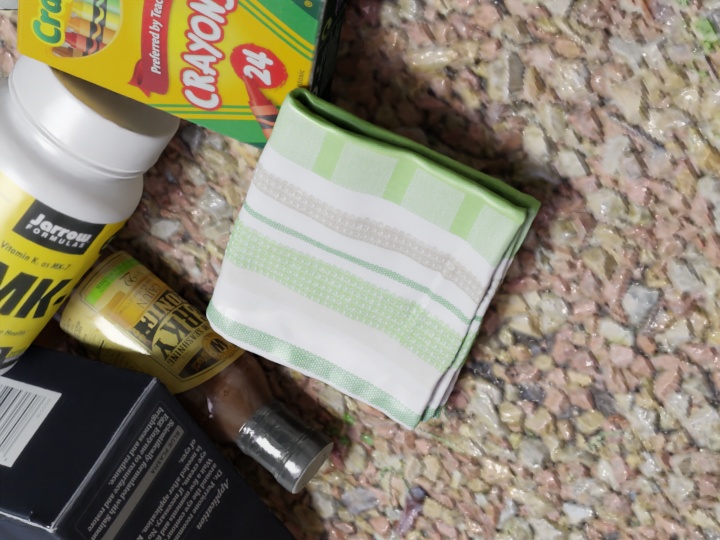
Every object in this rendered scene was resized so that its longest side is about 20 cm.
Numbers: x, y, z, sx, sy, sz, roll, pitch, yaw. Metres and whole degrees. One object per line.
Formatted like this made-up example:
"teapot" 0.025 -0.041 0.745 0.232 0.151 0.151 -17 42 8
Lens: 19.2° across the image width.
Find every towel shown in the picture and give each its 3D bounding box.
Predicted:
"towel" 0.000 0.000 1.154 0.149 0.031 0.200 24 141 1

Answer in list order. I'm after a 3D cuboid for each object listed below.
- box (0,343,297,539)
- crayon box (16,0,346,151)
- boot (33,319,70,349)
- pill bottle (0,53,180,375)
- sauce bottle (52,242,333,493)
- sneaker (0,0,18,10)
"box" -0.173 0.148 1.330 0.197 0.117 0.200 12 149 41
"crayon box" -0.108 -0.147 1.112 0.200 0.051 0.127 22 142 8
"boot" -0.233 -0.017 1.356 0.155 0.074 0.200 45 142 -4
"pill bottle" -0.198 -0.040 1.231 0.114 0.114 0.200 43 116 6
"sauce bottle" -0.104 0.059 1.303 0.200 0.065 0.065 37 137 10
"sneaker" -0.208 -0.237 1.163 0.092 0.076 0.200 -3 119 37
